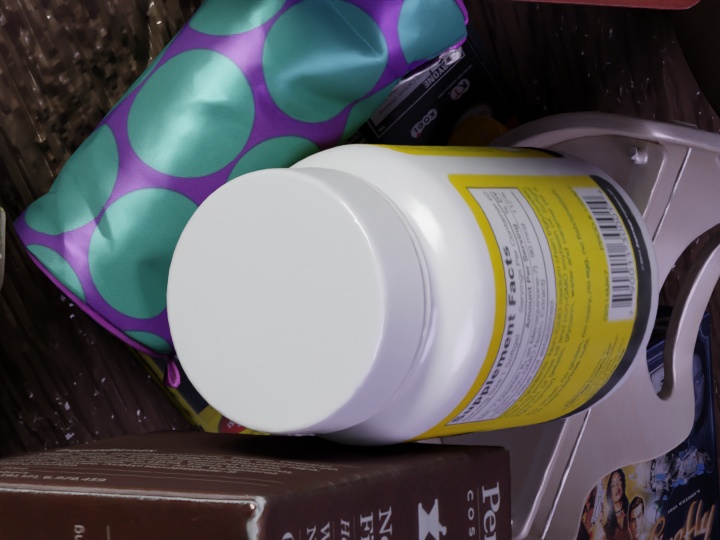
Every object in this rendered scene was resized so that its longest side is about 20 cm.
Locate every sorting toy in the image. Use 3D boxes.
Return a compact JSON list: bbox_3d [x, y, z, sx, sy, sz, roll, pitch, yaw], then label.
[{"bbox_3d":[0.112,0.017,1.311,0.180,0.107,0.200,4,110,-48],"label":"sorting toy"}]

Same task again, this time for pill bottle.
[{"bbox_3d":[0.022,0.008,1.136,0.200,0.114,0.114,-2,122,-57],"label":"pill bottle"}]

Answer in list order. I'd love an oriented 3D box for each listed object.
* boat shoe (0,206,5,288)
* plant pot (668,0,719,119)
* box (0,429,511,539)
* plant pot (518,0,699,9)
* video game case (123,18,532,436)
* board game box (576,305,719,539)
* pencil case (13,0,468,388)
[{"bbox_3d":[-0.160,-0.007,1.112,0.072,0.065,0.200,-18,132,-37],"label":"boat shoe"},{"bbox_3d":[0.211,-0.143,1.333,0.200,0.134,0.201,-28,138,-28],"label":"plant pot"},{"bbox_3d":[-0.057,0.150,1.094,0.200,0.164,0.166,-5,95,-62],"label":"box"},{"bbox_3d":[0.054,-0.197,1.074,0.200,0.176,0.200,-2,127,-46],"label":"plant pot"},{"bbox_3d":[0.000,0.000,1.293,0.200,0.025,0.181,-43,133,-8],"label":"video game case"},{"bbox_3d":[0.111,0.111,1.452,0.200,0.035,0.136,-27,118,-49],"label":"board game box"},{"bbox_3d":[-0.043,-0.058,1.173,0.092,0.085,0.200,42,88,-9],"label":"pencil case"}]
